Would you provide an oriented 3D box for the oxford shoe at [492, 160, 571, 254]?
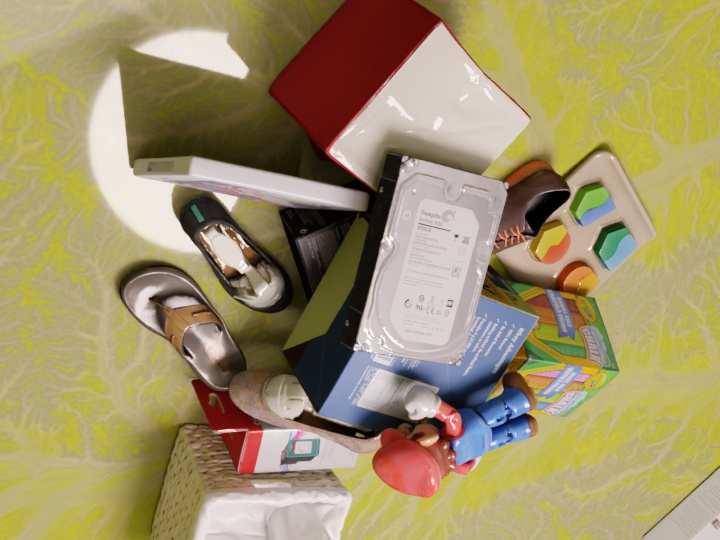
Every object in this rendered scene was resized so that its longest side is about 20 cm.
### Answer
[{"bbox_3d":[0.176,-0.057,1.359,0.200,0.073,0.071,-41,128,2],"label":"oxford shoe"}]

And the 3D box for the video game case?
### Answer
[{"bbox_3d":[-0.118,-0.090,1.137,0.199,0.182,0.023,9,90,-29],"label":"video game case"}]

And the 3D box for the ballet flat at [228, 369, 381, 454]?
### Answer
[{"bbox_3d":[-0.055,0.157,1.269,0.199,0.068,0.067,19,153,-12],"label":"ballet flat"}]

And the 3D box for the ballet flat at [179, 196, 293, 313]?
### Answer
[{"bbox_3d":[-0.138,-0.002,1.244,0.068,0.068,0.200,-41,127,2],"label":"ballet flat"}]

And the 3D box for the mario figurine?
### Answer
[{"bbox_3d":[0.097,0.176,1.208,0.199,0.106,0.124,-20,90,-24],"label":"mario figurine"}]

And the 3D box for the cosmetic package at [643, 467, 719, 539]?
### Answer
[{"bbox_3d":[0.595,0.433,1.846,0.200,0.074,0.102,-45,126,3],"label":"cosmetic package"}]

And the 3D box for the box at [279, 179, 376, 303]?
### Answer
[{"bbox_3d":[0.000,0.000,1.306,0.140,0.079,0.201,-21,125,-8],"label":"box"}]

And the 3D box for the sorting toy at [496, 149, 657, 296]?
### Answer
[{"bbox_3d":[0.295,-0.037,1.450,0.200,0.037,0.185,-40,127,1],"label":"sorting toy"}]

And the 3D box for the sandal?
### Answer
[{"bbox_3d":[-0.199,0.073,1.261,0.082,0.055,0.201,-36,117,-6],"label":"sandal"}]

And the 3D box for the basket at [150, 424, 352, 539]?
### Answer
[{"bbox_3d":[-0.146,0.319,1.371,0.197,0.161,0.201,5,115,-28],"label":"basket"}]

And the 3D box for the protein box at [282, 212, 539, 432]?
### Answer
[{"bbox_3d":[0.055,0.074,1.243,0.199,0.135,0.199,20,108,-32],"label":"protein box"}]

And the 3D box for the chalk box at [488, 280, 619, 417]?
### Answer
[{"bbox_3d":[0.254,0.110,1.441,0.199,0.125,0.124,9,140,-29],"label":"chalk box"}]

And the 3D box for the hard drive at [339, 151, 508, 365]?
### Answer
[{"bbox_3d":[0.067,-0.009,1.102,0.139,0.038,0.201,12,96,-32],"label":"hard drive"}]

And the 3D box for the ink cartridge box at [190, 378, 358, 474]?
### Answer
[{"bbox_3d":[-0.108,0.189,1.341,0.199,0.116,0.068,2,117,-26],"label":"ink cartridge box"}]

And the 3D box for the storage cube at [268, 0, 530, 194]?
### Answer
[{"bbox_3d":[0.039,-0.176,1.159,0.200,0.180,0.171,-47,127,5],"label":"storage cube"}]
